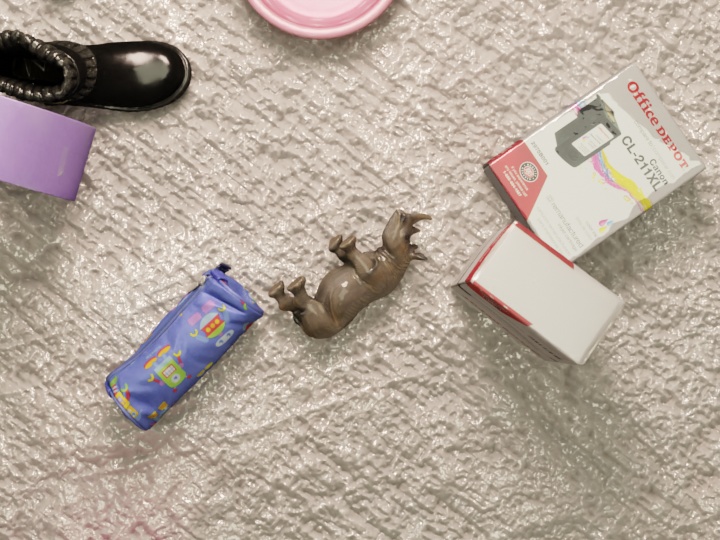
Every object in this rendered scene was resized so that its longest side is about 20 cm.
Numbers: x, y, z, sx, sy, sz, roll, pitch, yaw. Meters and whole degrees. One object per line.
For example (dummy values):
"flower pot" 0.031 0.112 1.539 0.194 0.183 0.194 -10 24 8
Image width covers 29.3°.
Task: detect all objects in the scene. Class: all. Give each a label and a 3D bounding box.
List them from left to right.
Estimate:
"tape roll" -0.391 -0.142 1.476 0.199 0.200 0.086 18 91 0
"boot" -0.296 -0.217 1.496 0.210 0.158 0.080 -4 90 0
"pencil case" -0.200 0.084 1.536 0.200 0.078 0.087 -46 120 0
"plant saucer" -0.045 -0.359 1.550 0.199 0.051 0.202 0 90 1
"rhino figurine" 0.000 0.000 1.546 0.200 0.060 0.088 -37 110 -1
"ink cartridge box" 0.185 0.026 1.479 0.146 0.200 0.083 37 87 -1
"ink cartridge box" 0.259 -0.115 1.536 0.199 0.083 0.146 -35 90 0
